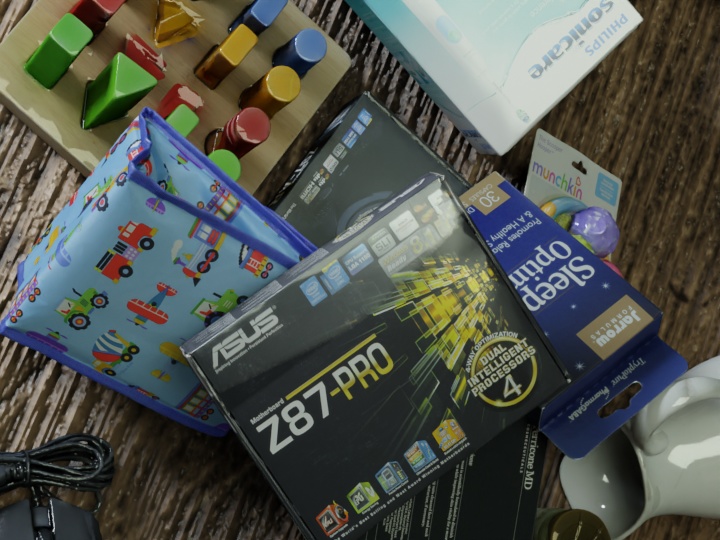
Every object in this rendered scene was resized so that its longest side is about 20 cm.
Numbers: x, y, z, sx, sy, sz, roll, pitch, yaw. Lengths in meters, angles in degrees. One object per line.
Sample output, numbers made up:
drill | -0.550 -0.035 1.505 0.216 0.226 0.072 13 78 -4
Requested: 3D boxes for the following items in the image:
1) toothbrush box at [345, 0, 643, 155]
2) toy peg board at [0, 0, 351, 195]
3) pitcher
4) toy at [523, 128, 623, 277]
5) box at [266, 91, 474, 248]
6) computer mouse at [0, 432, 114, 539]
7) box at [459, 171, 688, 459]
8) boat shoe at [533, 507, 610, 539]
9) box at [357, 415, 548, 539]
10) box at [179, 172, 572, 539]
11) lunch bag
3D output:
toothbrush box | 0.082 -0.204 1.418 0.146 0.085 0.200 -44 97 -2
toy peg board | -0.119 -0.148 1.339 0.200 0.098 0.200 41 68 -11
pitcher | 0.262 0.115 1.412 0.198 0.172 0.122 -13 63 -23
toy | 0.161 0.009 1.434 0.115 0.047 0.202 26 72 -46
box | 0.000 0.000 1.390 0.160 0.043 0.201 42 68 -11
computer mouse | -0.211 0.208 1.257 0.137 0.053 0.202 -4 82 -24
box | 0.118 0.027 1.338 0.121 0.033 0.200 -35 63 -25
boat shoe | 0.147 0.272 1.401 0.073 0.063 0.203 -5 88 -29
box | 0.039 0.185 1.328 0.140 0.079 0.202 8 93 -19
box | 0.011 0.059 1.237 0.199 0.049 0.162 -34 100 -6
lunch bag | -0.108 0.021 1.279 0.199 0.151 0.094 35 24 -18
